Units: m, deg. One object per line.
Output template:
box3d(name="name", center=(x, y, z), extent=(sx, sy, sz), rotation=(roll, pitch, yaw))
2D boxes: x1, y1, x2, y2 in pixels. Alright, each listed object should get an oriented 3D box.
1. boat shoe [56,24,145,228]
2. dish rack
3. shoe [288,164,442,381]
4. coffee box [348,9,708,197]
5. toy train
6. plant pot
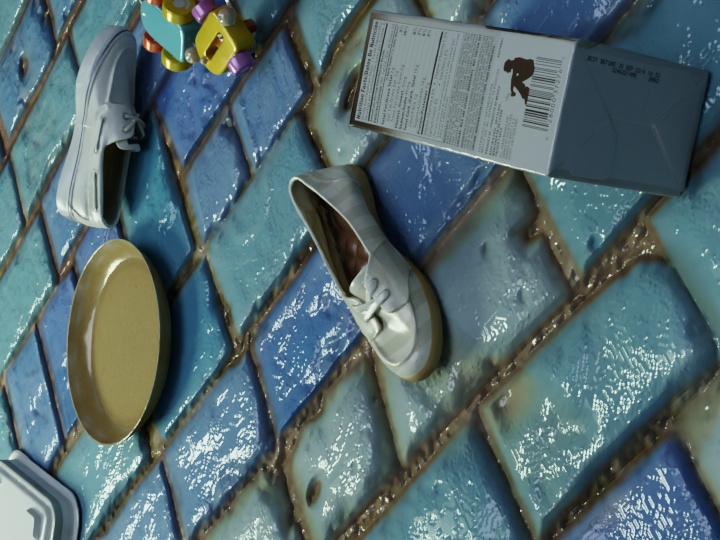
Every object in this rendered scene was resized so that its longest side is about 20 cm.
box3d(name="boat shoe", center=(-0.244, -0.138, 1.386), extent=(0.070, 0.071, 0.201), rotation=(19, 99, 25))
box3d(name="dish rack", center=(-0.369, 0.298, 1.513), extent=(0.200, 0.043, 0.173), rotation=(18, 99, 52))
box3d(name="shoe", center=(0.000, 0.000, 1.035), extent=(0.070, 0.053, 0.201), rotation=(-55, 45, 34))
box3d(name="coffee box", center=(0.097, -0.105, 0.867), extent=(0.200, 0.113, 0.080), rotation=(22, 103, 53))
box3d(name="toy train", center=(-0.139, -0.246, 1.222), extent=(0.200, 0.055, 0.151), rotation=(8, 123, 53))
box3d(name="plant pot", center=(-0.233, 0.070, 1.368), extent=(0.200, 0.027, 0.201), rotation=(-9, 79, 52))
